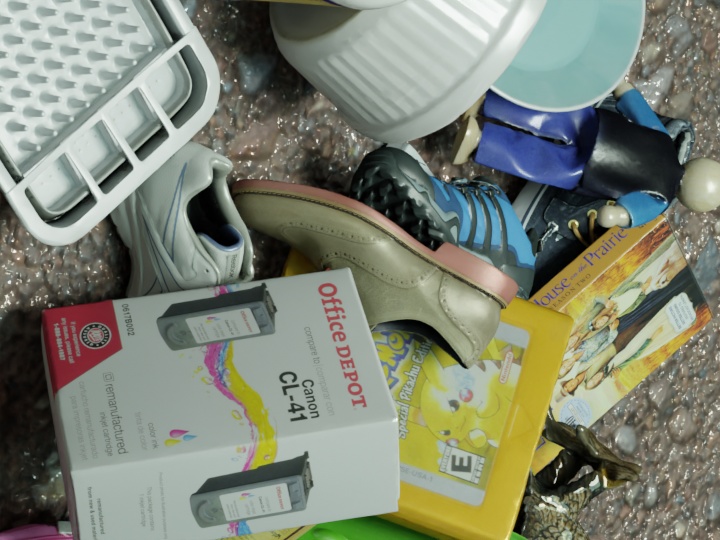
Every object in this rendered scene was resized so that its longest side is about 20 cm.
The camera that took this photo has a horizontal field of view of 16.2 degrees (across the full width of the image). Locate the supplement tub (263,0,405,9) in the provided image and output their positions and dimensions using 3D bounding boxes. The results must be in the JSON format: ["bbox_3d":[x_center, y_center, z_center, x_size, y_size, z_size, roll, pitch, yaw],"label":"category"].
[{"bbox_3d":[-0.045,-0.234,1.535,0.145,0.200,0.145,-7,102,-38],"label":"supplement tub"}]

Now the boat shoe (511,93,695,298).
[{"bbox_3d":[0.169,-0.040,1.867,0.200,0.091,0.071,-62,147,-14],"label":"boat shoe"}]

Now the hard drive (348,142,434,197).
[{"bbox_3d":[0.004,0.027,1.776,0.200,0.027,0.132,-54,131,-21],"label":"hard drive"}]

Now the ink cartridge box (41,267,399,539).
[{"bbox_3d":[-0.087,0.085,1.550,0.200,0.148,0.086,-10,133,-8],"label":"ink cartridge box"}]

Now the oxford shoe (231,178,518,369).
[{"bbox_3d":[0.000,0.000,1.666,0.070,0.200,0.075,93,20,-80],"label":"oxford shoe"}]

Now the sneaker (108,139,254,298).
[{"bbox_3d":[-0.107,0.007,1.620,0.075,0.087,0.200,-32,122,-37],"label":"sneaker"}]

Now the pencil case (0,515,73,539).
[{"bbox_3d":[-0.229,0.197,1.547,0.200,0.091,0.094,-5,139,-46],"label":"pencil case"}]

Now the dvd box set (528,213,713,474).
[{"bbox_3d":[0.163,0.055,1.870,0.200,0.029,0.146,-40,141,-6],"label":"dvd box set"}]

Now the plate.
[{"bbox_3d":[0.119,-0.207,1.800,0.200,0.026,0.200,9,75,-34],"label":"plate"}]

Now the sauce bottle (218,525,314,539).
[{"bbox_3d":[-0.095,0.173,1.630,0.200,0.066,0.066,-36,131,8],"label":"sauce bottle"}]

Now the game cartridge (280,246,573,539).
[{"bbox_3d":[0.027,0.078,1.697,0.200,0.032,0.176,20,70,-7],"label":"game cartridge"}]

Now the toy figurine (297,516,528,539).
[{"bbox_3d":[0.015,0.250,1.744,0.150,0.200,0.184,-61,167,-58],"label":"toy figurine"}]

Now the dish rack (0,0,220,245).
[{"bbox_3d":[-0.187,-0.135,1.529,0.172,0.044,0.200,-45,122,-27],"label":"dish rack"}]

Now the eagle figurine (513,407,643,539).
[{"bbox_3d":[0.121,0.206,1.813,0.200,0.151,0.152,-54,157,0],"label":"eagle figurine"}]

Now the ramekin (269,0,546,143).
[{"bbox_3d":[0.027,-0.190,1.636,0.094,0.202,0.202,32,76,-30],"label":"ramekin"}]

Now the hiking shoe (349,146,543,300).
[{"bbox_3d":[0.058,-0.036,1.757,0.200,0.074,0.087,47,52,-45],"label":"hiking shoe"}]

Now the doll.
[{"bbox_3d":[0.169,-0.088,1.809,0.200,0.048,0.137,16,55,-7],"label":"doll"}]
